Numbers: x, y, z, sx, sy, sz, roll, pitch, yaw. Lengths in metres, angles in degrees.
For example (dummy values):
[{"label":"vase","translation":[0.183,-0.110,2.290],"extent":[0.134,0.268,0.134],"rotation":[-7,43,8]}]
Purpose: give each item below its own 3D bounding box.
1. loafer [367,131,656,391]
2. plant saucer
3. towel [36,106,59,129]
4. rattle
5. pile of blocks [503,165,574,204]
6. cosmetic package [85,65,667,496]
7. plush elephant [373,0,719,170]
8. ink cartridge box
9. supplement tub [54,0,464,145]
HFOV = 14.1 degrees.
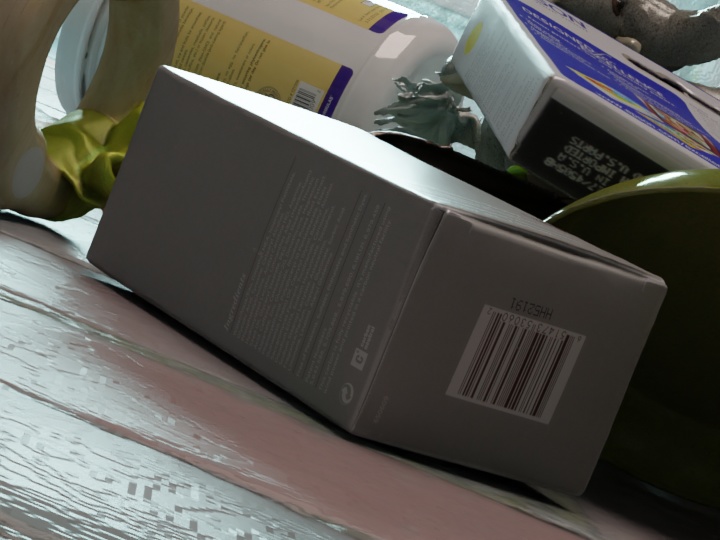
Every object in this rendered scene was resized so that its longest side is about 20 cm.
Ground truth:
[{"label":"loafer","translation":[0.068,-0.005,1.151],"extent":[0.200,0.073,0.071],"rotation":[23,-21,-9]},{"label":"plant saucer","translation":[0.147,0.024,1.064],"extent":[0.200,0.031,0.200],"rotation":[13,-35,9]},{"label":"towel","translation":[-0.194,-0.085,1.511],"extent":[0.147,0.022,0.200],"rotation":[18,6,-42]},{"label":"rattle","translation":[-0.069,-0.102,1.132],"extent":[0.143,0.200,0.130],"rotation":[26,5,38]},{"label":"pile of blocks","translation":[0.030,-0.009,1.232],"extent":[0.200,0.062,0.082],"rotation":[-5,6,-14]},{"label":"cosmetic package","translation":[0.000,0.000,1.017],"extent":[0.107,0.090,0.200],"rotation":[16,10,-37]},{"label":"plush elephant","translation":[0.110,-0.092,1.329],"extent":[0.200,0.165,0.155],"rotation":[19,-39,8]},{"label":"ink cartridge box","translation":[0.131,-0.039,1.163],"extent":[0.197,0.047,0.200],"rotation":[29,11,-14]},{"label":"supplement tub","translation":[-0.057,-0.105,1.652],"extent":[0.200,0.146,0.145],"rotation":[24,4,21]}]
